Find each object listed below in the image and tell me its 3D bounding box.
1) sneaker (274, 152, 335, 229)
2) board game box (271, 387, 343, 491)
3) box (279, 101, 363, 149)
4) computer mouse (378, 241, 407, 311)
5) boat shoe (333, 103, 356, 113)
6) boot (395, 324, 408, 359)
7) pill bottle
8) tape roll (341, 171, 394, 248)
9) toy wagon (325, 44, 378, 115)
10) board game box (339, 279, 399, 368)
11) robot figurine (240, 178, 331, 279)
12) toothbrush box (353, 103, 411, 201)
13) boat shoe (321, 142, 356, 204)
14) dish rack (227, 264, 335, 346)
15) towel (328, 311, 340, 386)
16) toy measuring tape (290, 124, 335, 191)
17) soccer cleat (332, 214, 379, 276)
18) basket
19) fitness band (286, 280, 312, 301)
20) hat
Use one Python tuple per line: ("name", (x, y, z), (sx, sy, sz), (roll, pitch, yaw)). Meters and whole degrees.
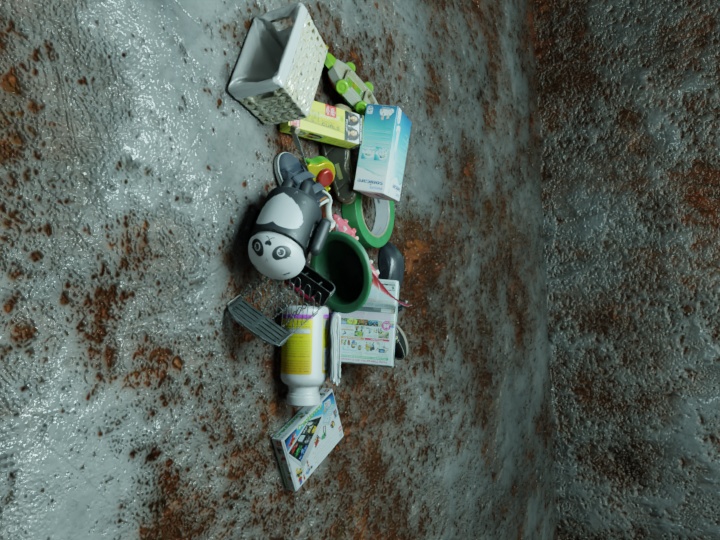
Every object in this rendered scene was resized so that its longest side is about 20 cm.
("sneaker", (-0.113, -0.170, 1.238), (0.078, 0.078, 0.204), (-36, 104, -42))
("board game box", (-0.112, 0.373, 1.276), (0.199, 0.034, 0.130), (-36, 118, -52))
("box", (-0.086, -0.333, 1.287), (0.195, 0.050, 0.078), (7, 81, -34))
("computer mouse", (0.096, 0.021, 1.603), (0.137, 0.052, 0.207), (-7, 94, -56))
("boat shoe", (-0.018, -0.377, 1.444), (0.199, 0.069, 0.067), (24, 60, -61))
("boot", (0.050, 0.188, 1.503), (0.151, 0.072, 0.204), (-52, 126, -46))
("pill bottle", (-0.120, 0.179, 1.216), (0.103, 0.102, 0.207), (9, 81, -56))
("tape roll", (0.023, -0.163, 1.506), (0.198, 0.047, 0.207), (6, 83, -56))
("toy wagon", (-0.031, -0.466, 1.408), (0.199, 0.039, 0.157), (42, 30, -20))
("board game box", (0.017, 0.126, 1.386), (0.064, 0.143, 0.207), (66, 29, -76))
("robot figurine", (-0.147, -0.083, 1.125), (0.124, 0.148, 0.205), (34, 59, -29))
("toothbrush box", (0.056, -0.281, 1.386), (0.146, 0.083, 0.207), (-2, 100, -72))
("boat shoe", (-0.054, -0.262, 1.391), (0.076, 0.069, 0.207), (-25, 106, -87))
("dish rack", (-0.160, 0.057, 1.131), (0.200, 0.151, 0.055), (-41, 157, -48))
("towel", (-0.064, 0.168, 1.271), (0.200, 0.023, 0.152), (159, -68, -81))
("toy measuring tape", (-0.100, -0.250, 1.280), (0.203, 0.072, 0.075), (73, 34, -45))
("soccer cleat", (-0.030, -0.043, 1.369), (0.203, 0.076, 0.066), (58, 22, 18))
("basket", (-0.162, -0.414, 1.164), (0.123, 0.132, 0.205), (44, 52, -51))
("fitness band", (-0.113, -0.014, 1.302), (0.200, 0.037, 0.147), (46, 54, -44))
("hat", (0.000, 0.000, 1.298), (0.175, 0.162, 0.207), (-21, 107, -55))
